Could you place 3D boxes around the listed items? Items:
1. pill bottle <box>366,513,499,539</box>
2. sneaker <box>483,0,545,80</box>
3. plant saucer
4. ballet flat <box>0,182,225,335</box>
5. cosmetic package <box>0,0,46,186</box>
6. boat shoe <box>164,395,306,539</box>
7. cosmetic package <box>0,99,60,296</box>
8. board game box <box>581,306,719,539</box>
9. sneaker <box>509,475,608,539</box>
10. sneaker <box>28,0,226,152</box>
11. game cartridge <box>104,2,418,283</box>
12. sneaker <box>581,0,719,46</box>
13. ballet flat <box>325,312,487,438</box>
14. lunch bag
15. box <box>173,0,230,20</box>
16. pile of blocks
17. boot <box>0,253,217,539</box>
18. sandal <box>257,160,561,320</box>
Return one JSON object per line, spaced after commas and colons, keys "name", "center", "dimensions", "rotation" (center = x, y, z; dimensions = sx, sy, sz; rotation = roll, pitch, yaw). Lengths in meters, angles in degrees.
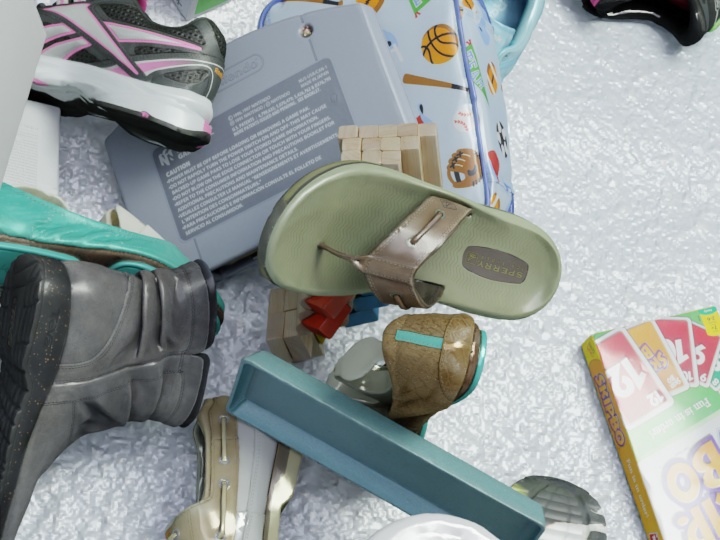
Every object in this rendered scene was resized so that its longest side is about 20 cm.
{"name": "pill bottle", "center": [0.021, 0.214, 1.144], "dimensions": [0.110, 0.200, 0.111], "rotation": [5, 68, -12]}
{"name": "sneaker", "center": [0.064, -0.139, 1.361], "dimensions": [0.074, 0.082, 0.201], "rotation": [28, 68, -1]}
{"name": "plant saucer", "center": [0.015, 0.110, 1.190], "dimensions": [0.199, 0.070, 0.019], "rotation": [30, 58, 5]}
{"name": "ballet flat", "center": [-0.165, -0.014, 1.222], "dimensions": [0.199, 0.067, 0.071], "rotation": [18, 48, -34]}
{"name": "cosmetic package", "center": [-0.256, -0.082, 1.137], "dimensions": [0.107, 0.085, 0.201], "rotation": [6, 59, 12]}
{"name": "boat shoe", "center": [-0.085, 0.168, 1.211], "dimensions": [0.068, 0.075, 0.201], "rotation": [16, 55, -6]}
{"name": "cosmetic package", "center": [-0.280, -0.043, 1.219], "dimensions": [0.199, 0.052, 0.151], "rotation": [13, 62, -33]}
{"name": "board game box", "center": [0.221, 0.127, 1.328], "dimensions": [0.095, 0.030, 0.201], "rotation": [-12, 74, -18]}
{"name": "sneaker", "center": [0.100, 0.212, 1.240], "dimensions": [0.074, 0.085, 0.200], "rotation": [17, 44, 1]}
{"name": "sneaker", "center": [-0.171, -0.143, 1.282], "dimensions": [0.199, 0.080, 0.087], "rotation": [20, 79, 13]}
{"name": "game cartridge", "center": [-0.061, -0.080, 1.275], "dimensions": [0.199, 0.040, 0.134], "rotation": [-25, 76, 19]}
{"name": "sneaker", "center": [0.174, -0.227, 1.430], "dimensions": [0.199, 0.077, 0.084], "rotation": [28, 61, -1]}
{"name": "ballet flat", "center": [0.018, 0.071, 1.201], "dimensions": [0.072, 0.200, 0.068], "rotation": [14, 69, -6]}
{"name": "lunch bag", "center": [0.011, -0.097, 1.304], "dimensions": [0.160, 0.076, 0.201], "rotation": [-12, 76, 19]}
{"name": "box", "center": [-0.108, -0.294, 1.317], "dimensions": [0.096, 0.200, 0.177], "rotation": [-30, 79, -22]}
{"name": "pile of blocks", "center": [0.000, 0.000, 1.221], "dimensions": [0.082, 0.200, 0.062], "rotation": [15, 43, -11]}
{"name": "boot", "center": [-0.156, 0.086, 1.191], "dimensions": [0.131, 0.201, 0.070], "rotation": [6, 25, -35]}
{"name": "sandal", "center": [0.036, -0.012, 1.148], "dimensions": [0.200, 0.057, 0.080], "rotation": [8, 106, -28]}
